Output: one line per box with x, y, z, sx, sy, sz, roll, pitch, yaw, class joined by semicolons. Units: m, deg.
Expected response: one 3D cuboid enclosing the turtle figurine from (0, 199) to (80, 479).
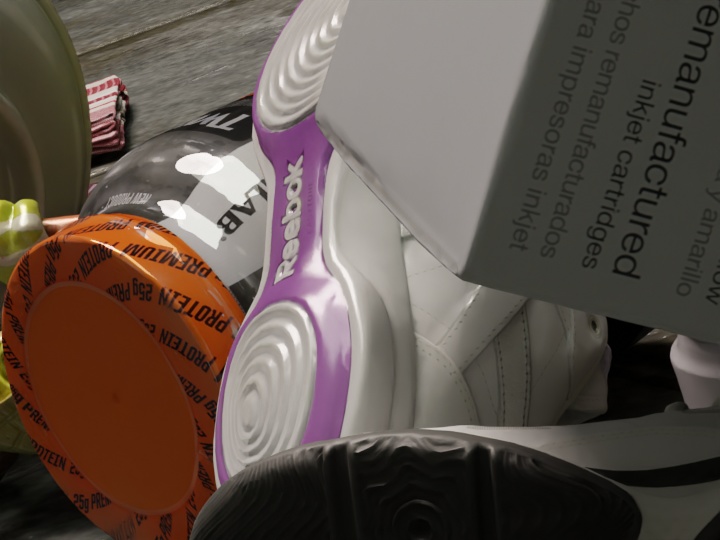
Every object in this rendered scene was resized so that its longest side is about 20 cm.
-0.088;0.024;0.871;0.161;0.065;0.200;-18;-27;-29;turtle figurine

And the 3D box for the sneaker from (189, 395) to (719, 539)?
0.068;0.061;0.616;0.200;0.076;0.115;-4;8;18;sneaker

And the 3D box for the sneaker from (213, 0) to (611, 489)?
0.020;-0.009;0.703;0.099;0.201;0.075;25;-26;-31;sneaker

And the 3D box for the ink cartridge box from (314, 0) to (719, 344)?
0.115;-0.059;0.590;0.199;0.146;0.145;13;11;-17;ink cartridge box

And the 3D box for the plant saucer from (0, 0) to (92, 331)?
-0.161;-0.020;0.902;0.200;0.201;0.050;-26;32;-34;plant saucer

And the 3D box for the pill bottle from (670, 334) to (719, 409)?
0.113;-0.061;0.739;0.115;0.201;0.116;-15;13;3;pill bottle

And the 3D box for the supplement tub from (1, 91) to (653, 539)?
0.000;0.000;0.800;0.122;0.123;0.200;-3;19;46;supplement tub

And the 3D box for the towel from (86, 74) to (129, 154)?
-0.204;-0.072;1.583;0.144;0.023;0.200;-19;11;0;towel

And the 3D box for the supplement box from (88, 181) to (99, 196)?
-0.070;-0.004;1.042;0.199;0.061;0.109;-14;14;9;supplement box
